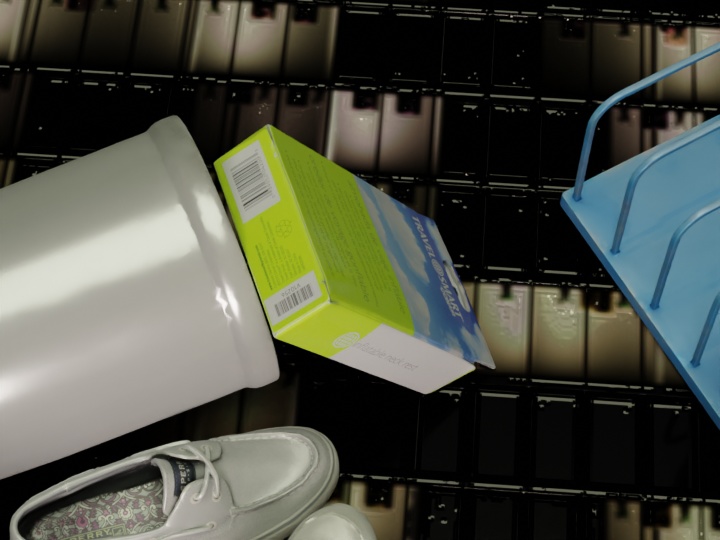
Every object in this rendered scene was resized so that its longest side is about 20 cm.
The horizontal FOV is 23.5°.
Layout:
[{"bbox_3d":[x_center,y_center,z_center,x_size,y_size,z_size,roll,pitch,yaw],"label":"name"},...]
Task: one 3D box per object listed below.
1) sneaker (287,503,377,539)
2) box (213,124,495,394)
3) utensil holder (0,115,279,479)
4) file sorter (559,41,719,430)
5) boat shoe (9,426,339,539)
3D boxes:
[{"bbox_3d":[-0.037,0.215,0.955,0.075,0.100,0.200,17,62,12],"label":"sneaker"},{"bbox_3d":[0.000,0.000,1.040,0.048,0.200,0.122,-31,62,20],"label":"box"},{"bbox_3d":[-0.171,0.022,1.025,0.200,0.170,0.170,-22,64,-8],"label":"utensil holder"},{"bbox_3d":[0.239,-0.025,1.069,0.139,0.123,0.200,-26,65,-12],"label":"file sorter"},{"bbox_3d":[-0.109,0.131,1.017,0.200,0.069,0.072,-12,62,-6],"label":"boat shoe"}]
